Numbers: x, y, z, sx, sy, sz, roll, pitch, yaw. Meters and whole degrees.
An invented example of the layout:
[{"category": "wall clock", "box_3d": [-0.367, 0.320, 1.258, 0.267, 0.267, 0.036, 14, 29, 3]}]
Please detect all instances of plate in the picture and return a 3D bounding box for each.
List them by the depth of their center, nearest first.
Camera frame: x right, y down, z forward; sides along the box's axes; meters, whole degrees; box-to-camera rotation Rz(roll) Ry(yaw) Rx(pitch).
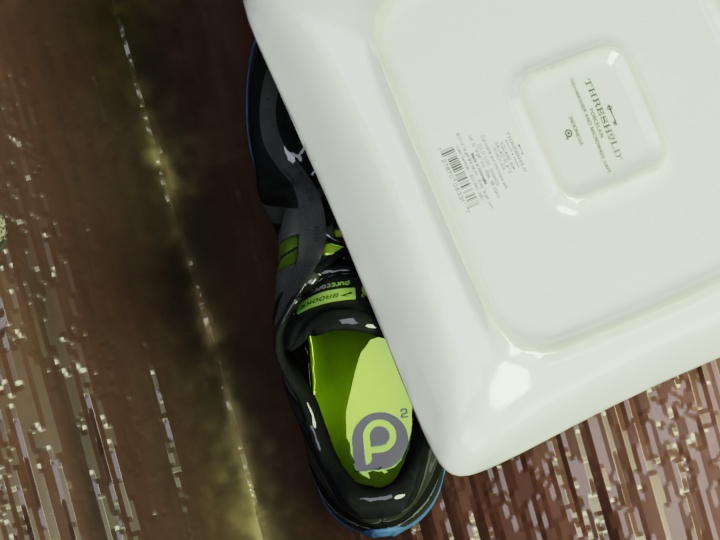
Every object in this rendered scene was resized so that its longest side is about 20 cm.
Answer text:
[{"category": "plate", "box_3d": [0.079, -0.051, 0.963, 0.199, 0.032, 0.200, -22, 88, -25]}]

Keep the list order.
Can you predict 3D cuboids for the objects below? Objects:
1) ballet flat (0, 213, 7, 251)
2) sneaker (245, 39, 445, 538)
[{"category": "ballet flat", "box_3d": [-0.234, 0.009, 0.978, 0.199, 0.068, 0.076, 0, 50, 2]}, {"category": "sneaker", "box_3d": [0.000, 0.000, 0.974, 0.070, 0.083, 0.201, -8, 88, -1]}]
